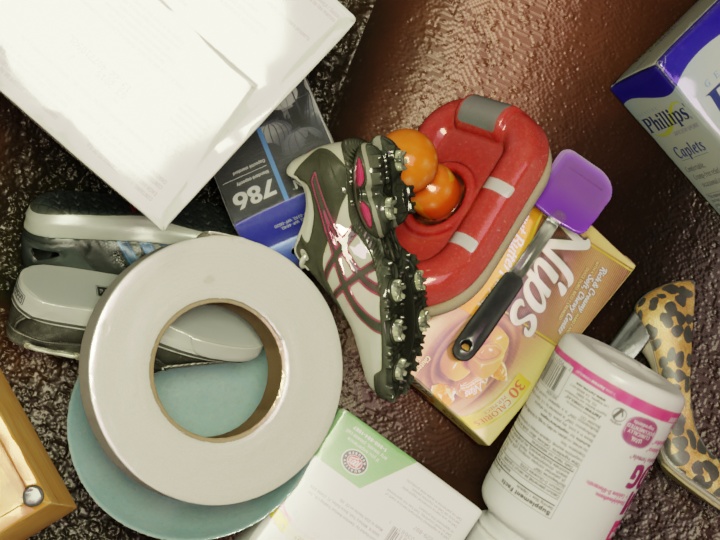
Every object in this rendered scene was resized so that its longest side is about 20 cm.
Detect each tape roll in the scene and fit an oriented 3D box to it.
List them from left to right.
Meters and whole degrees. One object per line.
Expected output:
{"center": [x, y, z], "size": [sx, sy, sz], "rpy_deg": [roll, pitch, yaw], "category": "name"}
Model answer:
{"center": [-0.111, 0.074, 1.266], "size": [0.202, 0.037, 0.204], "rpy_deg": [2, 85, -21], "category": "tape roll"}

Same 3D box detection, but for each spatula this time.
{"center": [0.136, -0.008, 1.375], "size": [0.056, 0.021, 0.200], "rpy_deg": [34, 82, 7], "category": "spatula"}

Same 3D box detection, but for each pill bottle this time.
{"center": [0.168, 0.162, 1.365], "size": [0.113, 0.113, 0.201], "rpy_deg": [26, 99, -9], "category": "pill bottle"}

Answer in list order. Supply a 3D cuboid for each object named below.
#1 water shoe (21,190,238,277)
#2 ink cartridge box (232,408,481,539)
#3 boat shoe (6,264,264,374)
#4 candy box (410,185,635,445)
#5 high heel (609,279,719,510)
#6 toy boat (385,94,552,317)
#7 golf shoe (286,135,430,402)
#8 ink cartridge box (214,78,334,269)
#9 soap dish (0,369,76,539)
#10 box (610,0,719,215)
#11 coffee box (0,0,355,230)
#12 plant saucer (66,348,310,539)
{"center": [-0.172, -0.014, 1.356], "size": [0.199, 0.072, 0.079], "rpy_deg": [8, 113, -13], "category": "water shoe"}
{"center": [-0.022, 0.232, 1.352], "size": [0.145, 0.087, 0.200], "rpy_deg": [36, 79, -7], "category": "ink cartridge box"}
{"center": [-0.175, 0.047, 1.317], "size": [0.199, 0.071, 0.064], "rpy_deg": [13, 122, -14], "category": "boat shoe"}
{"center": [0.122, 0.034, 1.410], "size": [0.115, 0.055, 0.200], "rpy_deg": [42, 79, -7], "category": "candy box"}
{"center": [0.297, 0.111, 1.432], "size": [0.200, 0.071, 0.143], "rpy_deg": [40, 86, 2], "category": "high heel"}
{"center": [0.054, -0.064, 1.347], "size": [0.201, 0.130, 0.131], "rpy_deg": [-58, 137, -10], "category": "toy boat"}
{"center": [0.000, 0.000, 1.279], "size": [0.088, 0.077, 0.201], "rpy_deg": [-5, 93, 23], "category": "golf shoe"}
{"center": [-0.071, -0.096, 1.336], "size": [0.099, 0.039, 0.201], "rpy_deg": [-25, 67, 1], "category": "ink cartridge box"}
{"center": [-0.333, 0.137, 1.295], "size": [0.157, 0.081, 0.201], "rpy_deg": [-30, 92, -12], "category": "soap dish"}
{"center": [0.355, -0.152, 1.446], "size": [0.184, 0.105, 0.200], "rpy_deg": [-44, 95, -12], "category": "box"}
{"center": [-0.154, -0.170, 1.217], "size": [0.200, 0.198, 0.200], "rpy_deg": [42, 88, -10], "category": "coffee box"}
{"center": [-0.131, 0.122, 1.338], "size": [0.200, 0.039, 0.202], "rpy_deg": [-1, 64, 1], "category": "plant saucer"}
